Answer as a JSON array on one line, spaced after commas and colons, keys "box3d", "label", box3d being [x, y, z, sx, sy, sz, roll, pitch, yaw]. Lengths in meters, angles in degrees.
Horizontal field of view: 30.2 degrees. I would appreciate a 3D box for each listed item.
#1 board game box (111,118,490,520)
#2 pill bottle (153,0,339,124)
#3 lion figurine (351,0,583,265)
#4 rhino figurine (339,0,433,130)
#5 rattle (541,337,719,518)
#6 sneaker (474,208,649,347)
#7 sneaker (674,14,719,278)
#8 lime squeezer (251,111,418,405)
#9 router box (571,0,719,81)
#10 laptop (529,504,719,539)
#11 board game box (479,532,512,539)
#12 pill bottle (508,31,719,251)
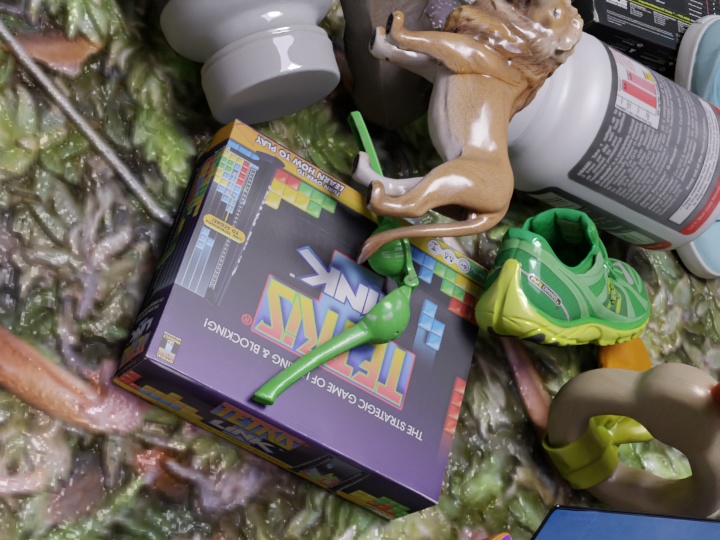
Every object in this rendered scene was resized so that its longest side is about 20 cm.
[{"box3d": [-0.027, 0.031, 0.796, 0.199, 0.057, 0.166, 29, 56, -21], "label": "board game box"}, {"box3d": [-0.080, -0.197, 0.817, 0.110, 0.111, 0.201, -11, 77, -36], "label": "pill bottle"}, {"box3d": [0.064, -0.087, 0.786, 0.122, 0.072, 0.202, 14, 75, -14], "label": "lion figurine"}, {"box3d": [0.016, -0.174, 0.847, 0.059, 0.201, 0.088, 6, 52, 14], "label": "rhino figurine"}, {"box3d": [0.215, 0.074, 0.845, 0.143, 0.200, 0.130, -33, 77, -35], "label": "rattle"}, {"box3d": [0.144, 0.003, 0.871, 0.200, 0.074, 0.084, -3, 106, -61], "label": "sneaker"}, {"box3d": [0.278, -0.090, 0.998, 0.073, 0.082, 0.202, -8, 101, -26], "label": "sneaker"}, {"box3d": [0.000, 0.000, 0.777, 0.070, 0.038, 0.201, 13, 61, 7], "label": "lime squeezer"}, {"box3d": [0.236, -0.226, 1.072, 0.199, 0.062, 0.151, 12, 66, -30], "label": "router box"}, {"box3d": [0.159, 0.256, 0.792, 0.186, 0.116, 0.201, 11, 66, -30], "label": "laptop"}, {"box3d": [-0.016, 0.267, 0.594, 0.199, 0.199, 0.201, -19, 83, -50], "label": "board game box"}, {"box3d": [0.158, -0.097, 0.926, 0.199, 0.116, 0.117, 22, 60, -31], "label": "pill bottle"}]
